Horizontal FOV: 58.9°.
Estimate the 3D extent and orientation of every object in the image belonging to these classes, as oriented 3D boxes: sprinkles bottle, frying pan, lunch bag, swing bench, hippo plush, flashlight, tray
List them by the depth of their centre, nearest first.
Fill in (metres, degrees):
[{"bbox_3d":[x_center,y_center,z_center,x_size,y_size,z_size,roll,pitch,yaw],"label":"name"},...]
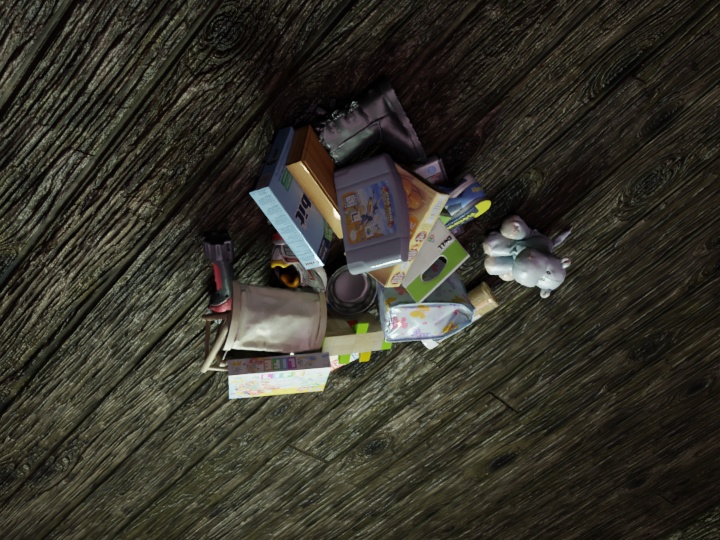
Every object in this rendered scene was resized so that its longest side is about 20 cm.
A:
[{"bbox_3d":[-0.066,-0.164,1.201,0.037,0.099,0.200,-12,137,24],"label":"tray"},{"bbox_3d":[-0.195,0.123,1.277,0.197,0.131,0.200,9,152,-30],"label":"swing bench"},{"bbox_3d":[-0.295,0.015,1.334,0.067,0.068,0.202,-22,131,-27],"label":"flashlight"},{"bbox_3d":[-0.016,0.002,1.352,0.114,0.031,0.192,-2,109,-19],"label":"frying pan"},{"bbox_3d":[0.370,-0.007,1.393,0.198,0.162,0.160,15,124,-22],"label":"hippo plush"},{"bbox_3d":[0.137,0.065,1.394,0.197,0.170,0.128,-4,128,-10],"label":"lunch bag"},{"bbox_3d":[0.229,0.107,1.515,0.199,0.069,0.068,-35,127,15],"label":"sprinkles bottle"}]

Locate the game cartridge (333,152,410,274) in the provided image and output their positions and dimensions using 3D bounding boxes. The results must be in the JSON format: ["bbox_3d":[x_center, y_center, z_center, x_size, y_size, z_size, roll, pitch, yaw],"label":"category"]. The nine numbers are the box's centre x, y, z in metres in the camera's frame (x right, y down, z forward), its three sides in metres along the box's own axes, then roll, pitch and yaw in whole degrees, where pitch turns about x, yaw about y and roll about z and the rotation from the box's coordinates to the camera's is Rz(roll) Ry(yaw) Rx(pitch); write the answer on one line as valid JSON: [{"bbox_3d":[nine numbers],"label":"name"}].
[{"bbox_3d":[0.023,-0.104,1.162,0.132,0.203,0.041,-15,171,36],"label":"game cartridge"}]

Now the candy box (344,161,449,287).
[{"bbox_3d":[0.065,-0.084,1.188,0.055,0.115,0.201,2,121,-57],"label":"candy box"}]

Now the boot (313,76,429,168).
[{"bbox_3d":[0.020,-0.245,1.186,0.161,0.074,0.199,-29,126,12],"label":"boot"}]

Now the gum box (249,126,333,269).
[{"bbox_3d":[-0.113,-0.133,1.181,0.044,0.171,0.201,-11,133,25],"label":"gum box"}]

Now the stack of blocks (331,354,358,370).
[{"bbox_3d":[-0.103,0.187,1.511,0.198,0.059,0.116,-26,129,9],"label":"stack of blocks"}]

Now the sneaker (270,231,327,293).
[{"bbox_3d":[-0.131,0.007,1.287,0.077,0.083,0.200,-2,148,25],"label":"sneaker"}]

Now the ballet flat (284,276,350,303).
[{"bbox_3d":[-0.114,0.047,1.404,0.197,0.076,0.065,-10,99,-10],"label":"ballet flat"}]

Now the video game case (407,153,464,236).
[{"bbox_3d":[0.109,-0.125,1.331,0.179,0.026,0.201,-22,129,5],"label":"video game case"}]

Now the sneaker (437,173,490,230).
[{"bbox_3d":[0.165,-0.122,1.288,0.199,0.083,0.074,-28,166,29],"label":"sneaker"}]

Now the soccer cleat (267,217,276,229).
[{"bbox_3d":[-0.120,-0.101,1.275,0.069,0.087,0.200,-1,157,22],"label":"soccer cleat"}]

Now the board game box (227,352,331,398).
[{"bbox_3d":[-0.166,0.212,1.284,0.197,0.035,0.135,-3,151,-12],"label":"board game box"}]

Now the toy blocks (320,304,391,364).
[{"bbox_3d":[-0.044,0.124,1.407,0.198,0.137,0.101,-3,120,-31],"label":"toy blocks"}]

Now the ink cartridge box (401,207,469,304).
[{"bbox_3d":[0.114,-0.057,1.235,0.148,0.201,0.075,-45,159,24],"label":"ink cartridge box"}]
